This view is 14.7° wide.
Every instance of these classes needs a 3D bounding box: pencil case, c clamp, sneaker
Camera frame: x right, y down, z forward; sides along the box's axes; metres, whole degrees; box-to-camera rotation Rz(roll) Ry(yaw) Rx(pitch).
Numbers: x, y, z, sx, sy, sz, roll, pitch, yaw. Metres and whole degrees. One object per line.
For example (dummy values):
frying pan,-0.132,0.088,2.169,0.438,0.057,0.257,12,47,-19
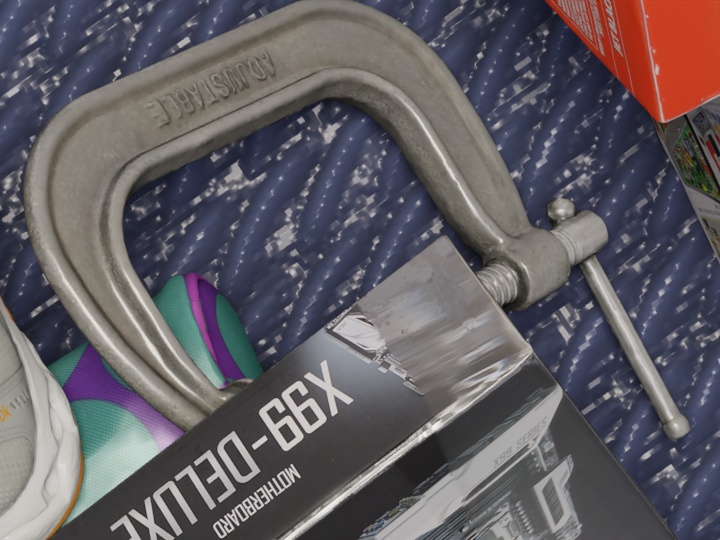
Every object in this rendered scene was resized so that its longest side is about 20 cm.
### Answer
pencil case,-0.105,0.091,0.838,0.200,0.092,0.085,-35,54,-1
c clamp,0.000,0.000,0.821,0.200,0.027,0.171,-21,82,-40
sneaker,-0.144,-0.012,0.789,0.076,0.092,0.200,-33,62,1

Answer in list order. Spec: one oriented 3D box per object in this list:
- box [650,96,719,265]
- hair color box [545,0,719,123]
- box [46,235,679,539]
box,0.132,-0.014,0.793,0.035,0.200,0.110,-26,98,-3
hair color box,0.077,-0.132,0.755,0.111,0.200,0.064,-25,133,-10
box,0.007,0.094,0.798,0.158,0.200,0.050,-37,56,1
